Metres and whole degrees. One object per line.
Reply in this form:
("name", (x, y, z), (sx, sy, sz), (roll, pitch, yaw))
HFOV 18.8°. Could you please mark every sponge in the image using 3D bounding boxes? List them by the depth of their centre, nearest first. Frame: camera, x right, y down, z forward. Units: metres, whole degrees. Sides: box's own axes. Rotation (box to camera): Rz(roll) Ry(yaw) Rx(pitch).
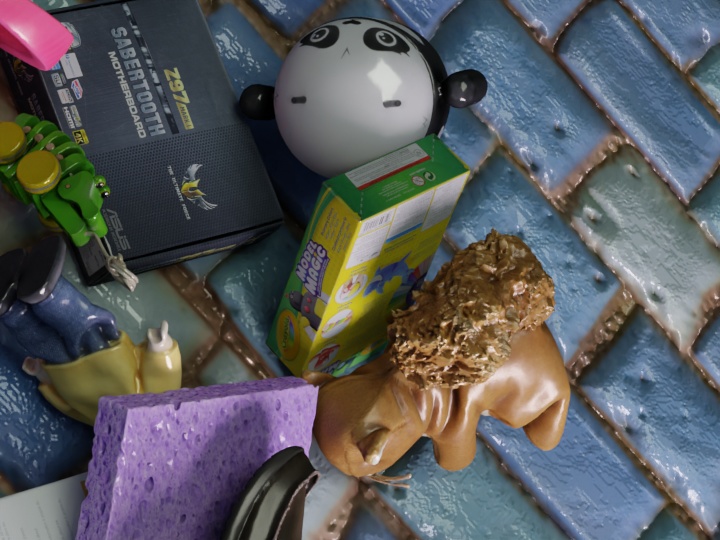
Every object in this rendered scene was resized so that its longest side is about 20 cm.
("sponge", (-0.109, 0.135, 1.494), (0.200, 0.030, 0.112), (-3, 106, -52))

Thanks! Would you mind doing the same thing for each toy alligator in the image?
("toy alligator", (-0.202, -0.058, 1.510), (0.054, 0.059, 0.200), (-43, 60, -15))

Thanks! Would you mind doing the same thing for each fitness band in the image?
("fitness band", (-0.274, -0.199, 1.490), (0.037, 0.200, 0.144), (-50, 132, -8))

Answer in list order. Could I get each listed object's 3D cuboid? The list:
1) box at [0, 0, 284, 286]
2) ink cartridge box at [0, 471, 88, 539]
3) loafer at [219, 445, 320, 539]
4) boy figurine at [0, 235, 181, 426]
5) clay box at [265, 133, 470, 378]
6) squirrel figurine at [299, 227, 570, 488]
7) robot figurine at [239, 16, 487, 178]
("box", (-0.161, -0.102, 1.607), (0.157, 0.051, 0.201), (-15, 79, -38))
("ink cartridge box", (-0.226, 0.248, 1.427), (0.199, 0.043, 0.199), (-14, 79, -38))
("loafer", (-0.069, 0.214, 1.465), (0.071, 0.073, 0.201), (23, 69, 6))
("boy figurine", (-0.169, 0.065, 1.495), (0.200, 0.124, 0.065), (46, 40, -31))
("clay box", (0.000, 0.000, 1.598), (0.115, 0.200, 0.048), (-25, 61, -38))
("squirrel figurine", (0.050, 0.066, 1.590), (0.186, 0.200, 0.142), (-20, 57, -27))
("robot figurine", (0.003, -0.131, 1.640), (0.125, 0.150, 0.200), (48, 11, 2))
